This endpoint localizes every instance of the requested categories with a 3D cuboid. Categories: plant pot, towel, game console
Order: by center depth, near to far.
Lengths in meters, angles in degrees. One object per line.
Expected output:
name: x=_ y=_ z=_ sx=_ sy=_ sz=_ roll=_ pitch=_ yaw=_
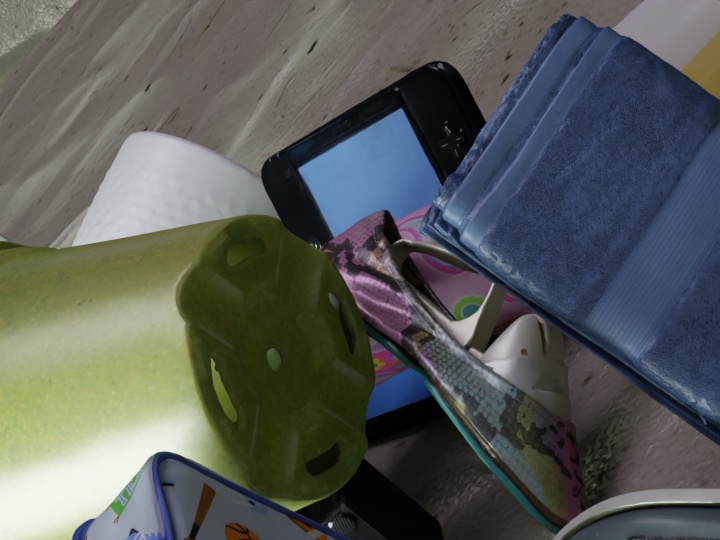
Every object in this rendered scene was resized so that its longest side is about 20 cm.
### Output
towel: x=0.132 y=-0.006 z=0.770 sx=0.112 sy=0.199 sz=0.049 roll=-54 pitch=-10 yaw=-7
plant pot: x=-0.100 y=0.060 z=0.926 sx=0.183 sy=0.201 sz=0.201 roll=-18 pitch=35 yaw=35
game console: x=0.000 y=0.000 z=1.165 sx=0.116 sy=0.177 sz=0.199 roll=-30 pitch=3 yaw=-39

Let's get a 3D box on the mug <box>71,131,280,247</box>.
mug: x=-0.138 y=0.023 z=1.414 sx=0.200 sy=0.147 sz=0.176 roll=89 pitch=-155 yaw=-73

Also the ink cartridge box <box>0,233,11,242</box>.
ink cartridge box: x=-0.295 y=0.027 z=1.690 sx=0.050 sy=0.161 sz=0.200 roll=-55 pitch=20 yaw=-14

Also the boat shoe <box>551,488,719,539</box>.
boat shoe: x=0.129 y=0.122 z=0.719 sx=0.199 sy=0.073 sz=0.062 roll=-21 pitch=31 yaw=46

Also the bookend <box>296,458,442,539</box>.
bookend: x=-0.046 y=0.154 z=1.017 sx=0.200 sy=0.092 sz=0.199 roll=-43 pitch=20 yaw=18

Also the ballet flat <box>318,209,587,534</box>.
ballet flat: x=0.051 y=0.036 z=0.931 sx=0.071 sy=0.069 sz=0.200 roll=-48 pitch=55 yaw=3

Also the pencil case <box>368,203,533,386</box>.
pencil case: x=0.018 y=0.020 z=1.040 sx=0.199 sy=0.088 sz=0.088 roll=-26 pitch=24 yaw=6

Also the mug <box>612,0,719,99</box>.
mug: x=0.165 y=-0.046 z=0.893 sx=0.153 sy=0.186 sz=0.150 roll=-50 pitch=-15 yaw=-25

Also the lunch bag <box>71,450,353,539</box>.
lunch bag: x=-0.024 y=0.164 z=0.799 sx=0.076 sy=0.199 sz=0.161 roll=-45 pitch=33 yaw=19
